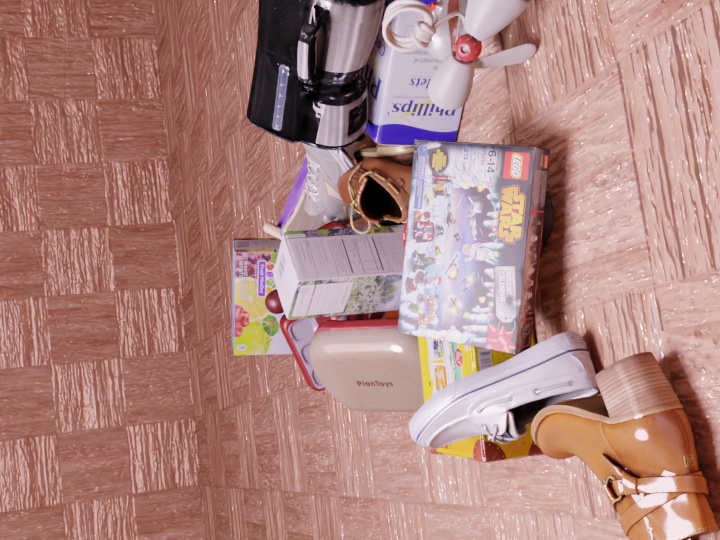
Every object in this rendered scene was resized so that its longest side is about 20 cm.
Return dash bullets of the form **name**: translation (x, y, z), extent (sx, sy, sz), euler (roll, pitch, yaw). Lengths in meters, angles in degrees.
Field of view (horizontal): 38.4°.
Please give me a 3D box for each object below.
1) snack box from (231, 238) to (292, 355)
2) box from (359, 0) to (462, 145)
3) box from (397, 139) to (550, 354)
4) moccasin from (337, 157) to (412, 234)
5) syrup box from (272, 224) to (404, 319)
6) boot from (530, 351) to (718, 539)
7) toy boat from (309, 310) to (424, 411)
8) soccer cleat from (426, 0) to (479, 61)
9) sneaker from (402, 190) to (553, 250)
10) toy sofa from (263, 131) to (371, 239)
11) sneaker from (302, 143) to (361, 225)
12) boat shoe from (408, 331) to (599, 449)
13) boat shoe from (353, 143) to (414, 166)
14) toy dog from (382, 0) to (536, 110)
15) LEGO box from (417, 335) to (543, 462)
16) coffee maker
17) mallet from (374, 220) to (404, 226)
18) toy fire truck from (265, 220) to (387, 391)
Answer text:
- **snack box**: translation (-0.093, 0.038, 1.557), extent (0.068, 0.199, 0.169), euler (-116, 27, -65)
- **box**: translation (0.051, -0.278, 1.232), extent (0.184, 0.104, 0.201), euler (-118, 30, -50)
- **box**: translation (0.111, -0.027, 1.032), extent (0.136, 0.040, 0.201), euler (8, 96, 33)
- **moccasin**: translation (0.021, -0.088, 1.242), extent (0.201, 0.078, 0.074), euler (25, 139, 58)
- **syrup box**: translation (0.000, 0.000, 1.290), extent (0.079, 0.199, 0.082), euler (110, 148, -49)
- **boot**: translation (0.222, 0.177, 0.896), extent (0.200, 0.073, 0.155), euler (117, 140, -60)
- **toy boat**: translation (0.035, 0.099, 1.325), extent (0.199, 0.131, 0.131), euler (-3, 126, 33)
- **soccer cleat**: translation (0.125, -0.313, 1.084), extent (0.069, 0.077, 0.201), euler (-119, 48, -77)
- **sneaker**: translation (0.115, -0.043, 1.093), extent (0.201, 0.107, 0.068), euler (165, 101, -70)
- **toy sofa**: translation (-0.067, -0.133, 1.475), extent (0.083, 0.097, 0.201), euler (27, 95, 42)
- **sneaker**: translation (-0.045, -0.117, 1.378), extent (0.076, 0.092, 0.200), euler (57, -178, 39)
- **boat shoe**: translation (0.135, 0.132, 0.996), extent (0.200, 0.073, 0.067), euler (-35, 55, 23)
- **boat shoe**: translation (0.041, -0.133, 1.339), extent (0.200, 0.072, 0.068), euler (-172, 71, -74)
- **toy dog**: translation (0.129, -0.261, 1.018), extent (0.200, 0.096, 0.132), euler (-35, 99, 36)
- **LEGO box**: translation (0.127, 0.103, 1.136), extent (0.149, 0.077, 0.201), euler (165, 100, -70)
- **coffee maker**: translation (-0.064, -0.261, 1.161), extent (0.192, 0.134, 0.201), euler (44, 140, 30)
- **mallet**: translation (0.046, -0.051, 1.410), extent (0.200, 0.066, 0.041), euler (99, 162, -73)
- **toy fire truck**: translation (-0.037, 0.045, 1.413), extent (0.201, 0.168, 0.112), euler (65, 165, -17)
